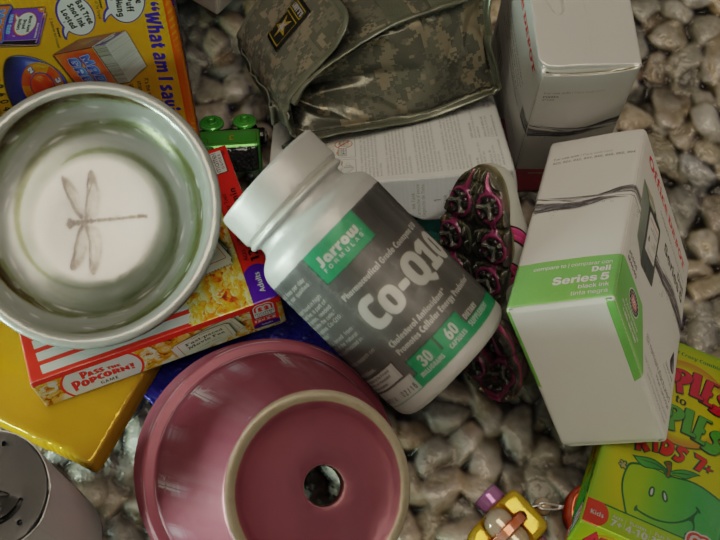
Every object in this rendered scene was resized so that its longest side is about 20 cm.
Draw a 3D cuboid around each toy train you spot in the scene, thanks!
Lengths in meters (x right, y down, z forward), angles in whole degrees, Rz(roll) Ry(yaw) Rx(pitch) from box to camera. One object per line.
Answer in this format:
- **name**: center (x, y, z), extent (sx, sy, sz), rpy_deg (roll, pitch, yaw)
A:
- **toy train**: center (0.148, 0.239, 0.882), extent (0.149, 0.056, 0.202), rpy_deg (19, 69, 6)
- **toy train**: center (-0.179, -0.104, 1.008), extent (0.197, 0.042, 0.057), rpy_deg (-5, 40, -3)

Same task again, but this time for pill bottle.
- **pill bottle**: center (0.000, 0.000, 0.854), extent (0.200, 0.113, 0.113), rpy_deg (44, 73, -2)

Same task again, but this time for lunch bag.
- **lunch bag**: center (-0.004, -0.200, 0.992), extent (0.198, 0.118, 0.164), rpy_deg (-21, 39, -8)

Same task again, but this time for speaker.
- **speaker**: center (-0.240, 0.176, 0.819), extent (0.080, 0.200, 0.082), rpy_deg (1, 68, -2)

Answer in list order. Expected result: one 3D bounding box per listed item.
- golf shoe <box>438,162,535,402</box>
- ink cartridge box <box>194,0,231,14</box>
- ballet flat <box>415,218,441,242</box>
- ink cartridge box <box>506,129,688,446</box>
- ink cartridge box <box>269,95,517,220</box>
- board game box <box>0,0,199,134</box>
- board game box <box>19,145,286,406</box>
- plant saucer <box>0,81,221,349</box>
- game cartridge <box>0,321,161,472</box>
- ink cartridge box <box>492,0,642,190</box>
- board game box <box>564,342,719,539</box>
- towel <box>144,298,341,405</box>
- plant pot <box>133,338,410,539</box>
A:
- **golf shoe**: center (0.117, 0.001, 0.919), extent (0.092, 0.202, 0.072), rpy_deg (-31, 35, -34)
- **ink cartridge box**: center (-0.153, -0.346, 1.054), extent (0.199, 0.126, 0.129), rpy_deg (32, 59, 11)
- **ballet flat**: center (0.024, -0.049, 0.985), extent (0.198, 0.067, 0.067), rpy_deg (15, 28, -8)
- **ink cartridge box**: center (0.188, 0.010, 0.882), extent (0.083, 0.146, 0.201), rpy_deg (-8, 38, 28)
- **ink cartridge box**: center (0.025, -0.095, 0.975), extent (0.197, 0.051, 0.163), rpy_deg (-7, 33, 3)
- **board game box**: center (-0.249, -0.206, 0.939), extent (0.197, 0.201, 0.201), rpy_deg (-11, 48, -6)
- **board game box**: center (-0.176, 0.002, 0.914), extent (0.198, 0.046, 0.153), rpy_deg (-20, 62, -7)
- **plant saucer**: center (-0.201, -0.039, 0.866), extent (0.197, 0.050, 0.203), rpy_deg (0, 80, 0)
- **game cartridge**: center (-0.254, 0.048, 0.940), extent (0.198, 0.033, 0.177), rpy_deg (22, 66, 15)
- **ink cartridge box**: center (0.166, -0.177, 0.966), extent (0.082, 0.200, 0.148), rpy_deg (-4, 69, -3)
- **board game box**: center (0.232, 0.144, 0.889), extent (0.101, 0.048, 0.201), rpy_deg (22, 49, 7)
- **towel**: center (-0.079, 0.060, 0.950), extent (0.147, 0.050, 0.200), rpy_deg (37, 72, 11)
- **plant pot**: center (-0.053, 0.147, 0.815), extent (0.198, 0.179, 0.203), rpy_deg (2, 85, -17)
